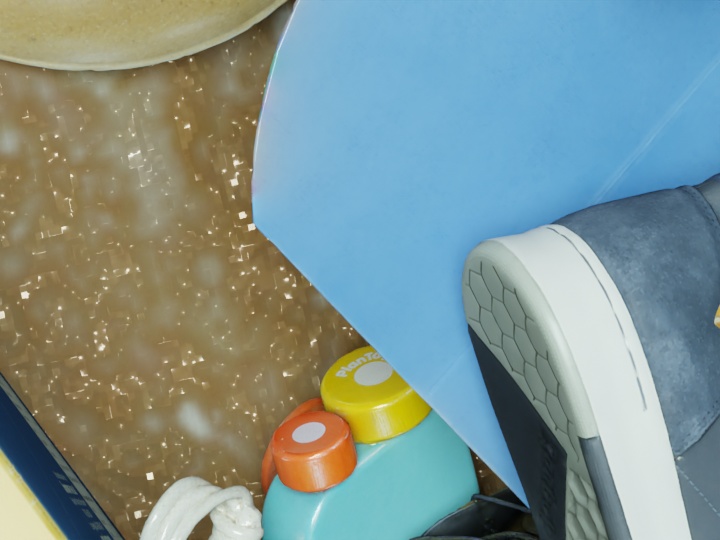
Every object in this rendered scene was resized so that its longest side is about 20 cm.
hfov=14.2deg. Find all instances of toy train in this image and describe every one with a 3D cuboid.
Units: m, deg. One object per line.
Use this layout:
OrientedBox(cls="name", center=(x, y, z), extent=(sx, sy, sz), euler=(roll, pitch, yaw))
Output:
OrientedBox(cls="toy train", center=(0.000, 0.000, 0.778), extent=(0.055, 0.150, 0.201), euler=(20, 86, 45))

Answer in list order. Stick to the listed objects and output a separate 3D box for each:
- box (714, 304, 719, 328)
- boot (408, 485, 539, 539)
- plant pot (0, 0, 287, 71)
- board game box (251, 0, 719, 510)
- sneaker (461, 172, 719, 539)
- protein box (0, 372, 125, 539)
OrientedBox(cls="box", center=(0.175, -0.043, 0.663), extent=(0.119, 0.041, 0.201), euler=(34, 80, -26))
OrientedBox(cls="boot", center=(0.062, 0.071, 0.767), extent=(0.097, 0.075, 0.201), euler=(7, 90, -42))
OrientedBox(cls="plant pot", center=(-0.083, -0.152, 0.784), extent=(0.199, 0.028, 0.201), euler=(7, 117, 13))
OrientedBox(cls="board game box", center=(0.058, -0.031, 0.733), extent=(0.158, 0.039, 0.200), euler=(-49, 118, -9))
OrientedBox(cls="sneaker", center=(0.117, 0.063, 0.717), extent=(0.146, 0.077, 0.203), euler=(-23, 113, -21))
OrientedBox(cls="protein box", center=(-0.139, 0.078, 0.721), extent=(0.135, 0.199, 0.200), euler=(-37, 87, -4))
